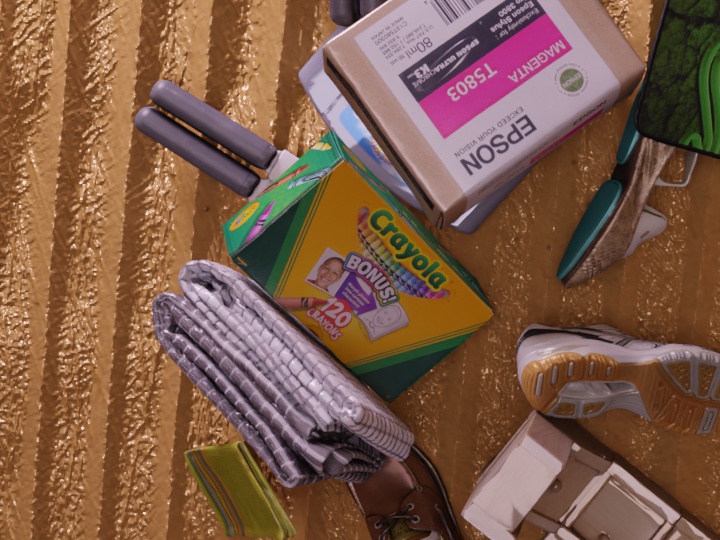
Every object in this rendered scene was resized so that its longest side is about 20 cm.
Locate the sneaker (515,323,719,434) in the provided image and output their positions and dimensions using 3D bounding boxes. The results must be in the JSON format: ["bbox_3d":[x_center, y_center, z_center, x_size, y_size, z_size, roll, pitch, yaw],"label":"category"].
[{"bbox_3d":[0.220,0.075,1.244,0.199,0.088,0.076,9,114,-13],"label":"sneaker"}]

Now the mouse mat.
[{"bbox_3d":[0.307,-0.183,1.210,0.160,0.008,0.201,14,94,-14],"label":"mouse mat"}]

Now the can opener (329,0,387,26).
[{"bbox_3d":[0.003,-0.300,1.262,0.053,0.067,0.201,-1,94,20],"label":"can opener"}]

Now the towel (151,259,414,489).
[{"bbox_3d":[-0.063,0.089,1.229,0.086,0.166,0.200,-47,69,3],"label":"towel"}]

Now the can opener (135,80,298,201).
[{"bbox_3d":[-0.096,-0.087,1.285,0.200,0.067,0.053,32,98,-1],"label":"can opener"}]

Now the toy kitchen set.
[{"bbox_3d":[0.164,0.234,1.208,0.200,0.180,0.163,38,100,6],"label":"toy kitchen set"}]

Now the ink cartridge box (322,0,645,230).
[{"bbox_3d":[0.095,-0.158,1.215,0.200,0.075,0.165,-36,83,-5],"label":"ink cartridge box"}]

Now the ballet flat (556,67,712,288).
[{"bbox_3d":[0.226,-0.067,1.239,0.065,0.071,0.201,23,101,-8],"label":"ballet flat"}]

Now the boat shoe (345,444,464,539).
[{"bbox_3d":[0.044,0.212,1.285,0.072,0.068,0.200,-36,85,13],"label":"boat shoe"}]

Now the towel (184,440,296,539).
[{"bbox_3d":[-0.101,0.180,1.251,0.018,0.200,0.086,-33,92,-19],"label":"towel"}]

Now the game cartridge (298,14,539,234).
[{"bbox_3d":[0.050,-0.131,1.282,0.200,0.040,0.133,43,103,6],"label":"game cartridge"}]

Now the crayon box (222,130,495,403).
[{"bbox_3d":[0.000,0.000,1.238,0.119,0.058,0.200,-40,119,10],"label":"crayon box"}]
